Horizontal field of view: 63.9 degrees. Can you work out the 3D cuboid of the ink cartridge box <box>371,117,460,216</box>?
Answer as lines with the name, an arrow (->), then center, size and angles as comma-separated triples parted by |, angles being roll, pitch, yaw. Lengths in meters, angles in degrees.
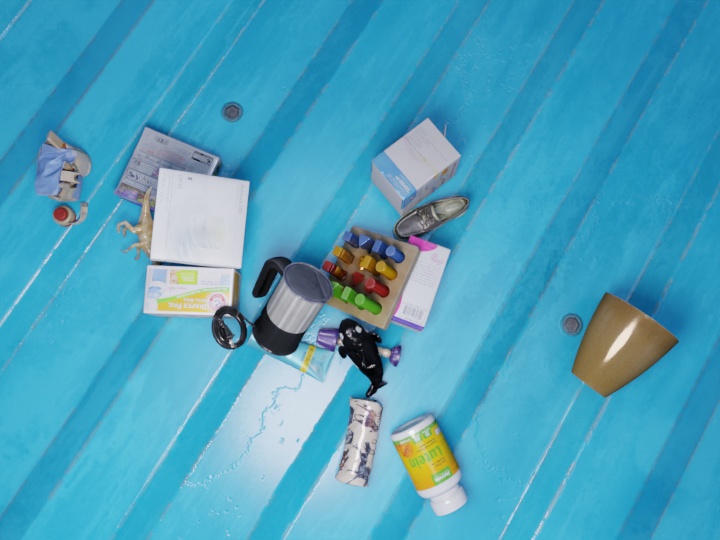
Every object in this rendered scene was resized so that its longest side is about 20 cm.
ink cartridge box -> 0.139, -0.252, 1.385 | 0.200, 0.129, 0.125 | -37, 79, -6

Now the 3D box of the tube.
tube -> -0.164, 0.191, 1.357 | 0.199, 0.050, 0.078 | 23, 80, -4

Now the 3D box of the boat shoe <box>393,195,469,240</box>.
boat shoe -> 0.173, -0.135, 1.405 | 0.200, 0.066, 0.072 | -23, 83, -6

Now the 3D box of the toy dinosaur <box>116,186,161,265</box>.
toy dinosaur -> -0.520, -0.097, 1.376 | 0.100, 0.058, 0.202 | -5, 101, -7

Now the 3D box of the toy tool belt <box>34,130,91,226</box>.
toy tool belt -> -0.710, -0.212, 1.352 | 0.124, 0.123, 0.202 | 1, 82, -2

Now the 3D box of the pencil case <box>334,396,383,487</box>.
pencil case -> -0.004, 0.392, 1.316 | 0.077, 0.089, 0.201 | 16, 81, -29

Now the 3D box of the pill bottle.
pill bottle -> 0.158, 0.436, 1.298 | 0.111, 0.111, 0.201 | -26, 84, -6

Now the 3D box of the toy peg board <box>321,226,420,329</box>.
toy peg board -> 0.000, 0.000, 1.311 | 0.199, 0.098, 0.200 | 20, 83, 35

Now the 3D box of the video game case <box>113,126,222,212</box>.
video game case -> -0.464, -0.225, 1.403 | 0.199, 0.045, 0.182 | 23, 81, 1

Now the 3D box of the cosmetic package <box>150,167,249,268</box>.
cosmetic package -> -0.366, -0.112, 1.318 | 0.199, 0.123, 0.201 | 6, 87, -20

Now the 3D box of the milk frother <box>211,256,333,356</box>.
milk frother -> -0.194, 0.084, 1.248 | 0.180, 0.200, 0.189 | 39, 124, 7

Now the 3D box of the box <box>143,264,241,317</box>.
box -> -0.384, 0.052, 1.337 | 0.198, 0.101, 0.113 | 1, 81, -2

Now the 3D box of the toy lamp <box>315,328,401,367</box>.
toy lamp -> -0.006, 0.178, 1.359 | 0.199, 0.058, 0.059 | 16, 81, -2

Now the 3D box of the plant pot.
plant pot -> 0.585, 0.184, 1.332 | 0.186, 0.186, 0.200 | 37, 96, 3

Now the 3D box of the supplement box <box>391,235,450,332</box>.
supplement box -> 0.128, 0.034, 1.361 | 0.101, 0.103, 0.201 | 21, 83, 2

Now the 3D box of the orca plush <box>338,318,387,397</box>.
orca plush -> 0.001, 0.207, 1.301 | 0.104, 0.071, 0.201 | -6, 114, 8
